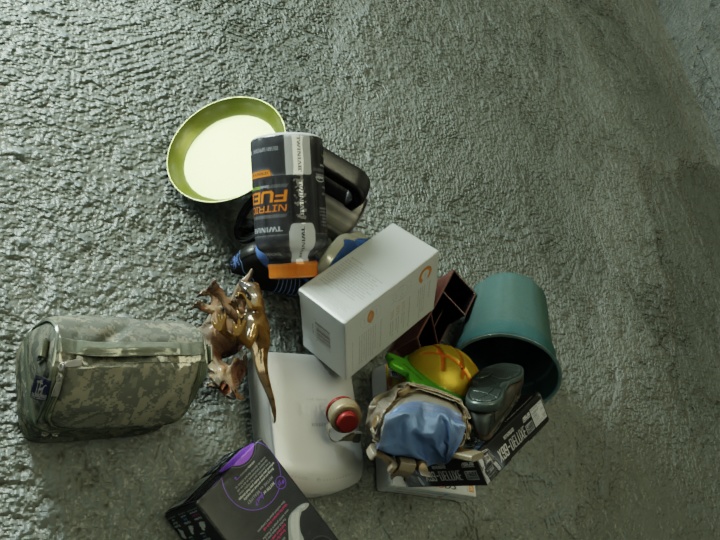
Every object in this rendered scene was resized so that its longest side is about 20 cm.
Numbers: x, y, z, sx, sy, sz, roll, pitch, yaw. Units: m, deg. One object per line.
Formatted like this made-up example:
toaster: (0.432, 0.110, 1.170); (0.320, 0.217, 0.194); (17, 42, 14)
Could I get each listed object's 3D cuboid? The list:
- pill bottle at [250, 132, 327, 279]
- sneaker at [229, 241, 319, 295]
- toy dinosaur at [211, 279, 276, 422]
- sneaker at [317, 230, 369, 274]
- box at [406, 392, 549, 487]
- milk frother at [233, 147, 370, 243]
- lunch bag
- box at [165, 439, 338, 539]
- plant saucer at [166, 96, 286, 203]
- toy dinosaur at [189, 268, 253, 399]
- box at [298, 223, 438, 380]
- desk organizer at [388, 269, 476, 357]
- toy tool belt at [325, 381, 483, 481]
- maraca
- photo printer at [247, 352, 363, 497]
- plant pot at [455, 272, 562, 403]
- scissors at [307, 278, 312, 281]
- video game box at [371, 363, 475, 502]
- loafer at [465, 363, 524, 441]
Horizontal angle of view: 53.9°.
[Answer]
pill bottle: (-0.101, -0.088, 1.011); (0.106, 0.106, 0.202); (-4, 90, -41)
sneaker: (-0.123, 0.003, 1.131); (0.200, 0.077, 0.071); (32, 42, -50)
toy dinosaur: (-0.140, 0.094, 0.948); (0.106, 0.060, 0.202); (24, 50, -53)
sneaker: (0.001, -0.001, 1.156); (0.111, 0.077, 0.200); (40, 17, 7)
box: (0.177, 0.262, 1.095); (0.199, 0.157, 0.050); (-26, 95, -44)
milk frother: (-0.098, -0.102, 1.167); (0.187, 0.180, 0.201); (30, 83, -23)
lunch bag: (-0.296, 0.118, 0.838); (0.199, 0.167, 0.141); (5, 62, -37)
box: (-0.128, 0.337, 0.895); (0.201, 0.106, 0.122); (53, 46, -3)
plant saucer: (-0.207, -0.185, 1.111); (0.031, 0.198, 0.202); (63, 19, -61)
toy dinosaur: (-0.190, 0.093, 1.004); (0.135, 0.086, 0.201); (43, 43, -12)
box: (0.015, 0.043, 1.049); (0.097, 0.125, 0.199); (34, 53, 31)
desk organizer: (0.134, 0.093, 1.282); (0.072, 0.077, 0.200); (45, 45, -10)
toy tool belt: (0.060, 0.221, 0.966); (0.198, 0.126, 0.123); (7, 15, -19)
maraca: (0.120, 0.172, 1.125); (0.137, 0.108, 0.199); (32, 10, 40)
photo printer: (-0.079, 0.224, 1.029); (0.165, 0.069, 0.202); (11, 59, -36)
plant pot: (0.271, 0.122, 1.313); (0.200, 0.200, 0.197); (38, 39, -17)
scissors: (-0.055, 0.058, 1.133); (0.073, 0.014, 0.202); (-28, 108, -46)
video game box: (0.105, 0.271, 1.177); (0.181, 0.047, 0.202); (19, 55, -34)
loafer: (0.201, 0.194, 1.070); (0.200, 0.071, 0.064); (-21, 110, -63)
